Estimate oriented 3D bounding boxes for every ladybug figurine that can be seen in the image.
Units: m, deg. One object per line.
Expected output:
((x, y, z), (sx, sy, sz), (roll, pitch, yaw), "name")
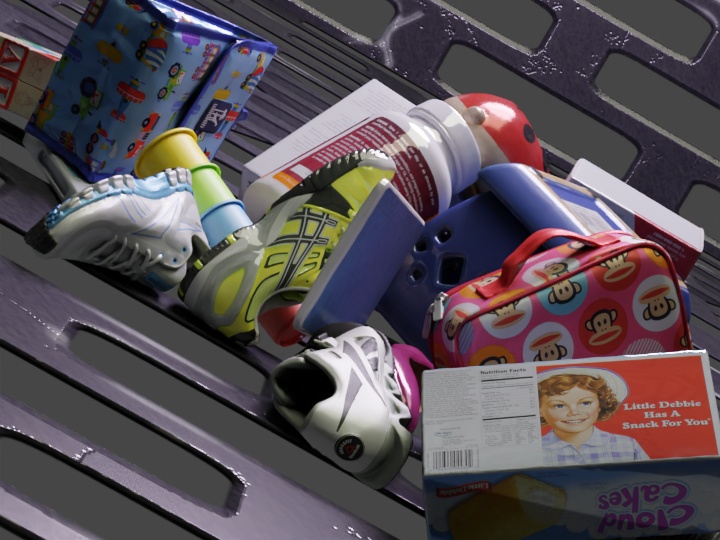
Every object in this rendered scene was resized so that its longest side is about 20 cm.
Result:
((0.129, -0.099, 1.911), (0.136, 0.072, 0.200), (57, -4, 26), "ladybug figurine")

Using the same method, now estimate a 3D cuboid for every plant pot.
((0.157, 0.025, 1.795), (0.200, 0.180, 0.200), (49, 19, 31), "plant pot")

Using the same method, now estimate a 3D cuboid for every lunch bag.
((0.153, 0.054, 1.579), (0.199, 0.177, 0.082), (-20, 19, -15), "lunch bag")
((-0.164, -0.149, 1.754), (0.094, 0.151, 0.200), (36, 14, 29), "lunch bag")

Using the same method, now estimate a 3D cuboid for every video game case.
((-0.175, -0.048, 1.736), (0.199, 0.024, 0.182), (22, 14, -32), "video game case")

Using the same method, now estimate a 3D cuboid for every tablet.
((0.000, 0.000, 1.602), (0.014, 0.130, 0.200), (31, -2, 13), "tablet")

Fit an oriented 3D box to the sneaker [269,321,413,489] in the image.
((-0.025, 0.075, 1.461), (0.088, 0.074, 0.200), (28, 11, -20), "sneaker")

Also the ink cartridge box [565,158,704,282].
((0.219, 0.019, 1.986), (0.145, 0.200, 0.145), (30, 14, 3), "ink cartridge box")

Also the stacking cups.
((-0.108, -0.021, 1.647), (0.200, 0.060, 0.060), (55, 21, 22), "stacking cups")

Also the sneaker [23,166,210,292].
((-0.170, -0.023, 1.543), (0.200, 0.075, 0.087), (-18, 79, -60), "sneaker")

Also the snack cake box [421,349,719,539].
((0.141, 0.119, 1.384), (0.199, 0.067, 0.115), (-4, 34, 5), "snack cake box")

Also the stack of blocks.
((-0.255, -0.158, 1.855), (0.115, 0.059, 0.200), (24, 6, 23), "stack of blocks")

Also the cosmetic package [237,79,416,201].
((-0.015, -0.091, 1.943), (0.101, 0.071, 0.200), (35, 47, 21), "cosmetic package")

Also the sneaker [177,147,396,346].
((-0.045, -0.018, 1.584), (0.076, 0.200, 0.075), (49, -15, 7), "sneaker")

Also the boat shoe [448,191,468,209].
((0.086, -0.021, 1.947), (0.199, 0.068, 0.074), (57, 8, -75), "boat shoe")

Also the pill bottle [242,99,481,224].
((0.005, -0.069, 1.800), (0.200, 0.113, 0.113), (-31, 49, -25), "pill bottle")

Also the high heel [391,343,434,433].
((0.042, 0.092, 1.555), (0.096, 0.068, 0.200), (16, 12, -14), "high heel")

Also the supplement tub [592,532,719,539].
((0.238, 0.210, 1.425), (0.200, 0.123, 0.122), (36, 13, 22), "supplement tub")
